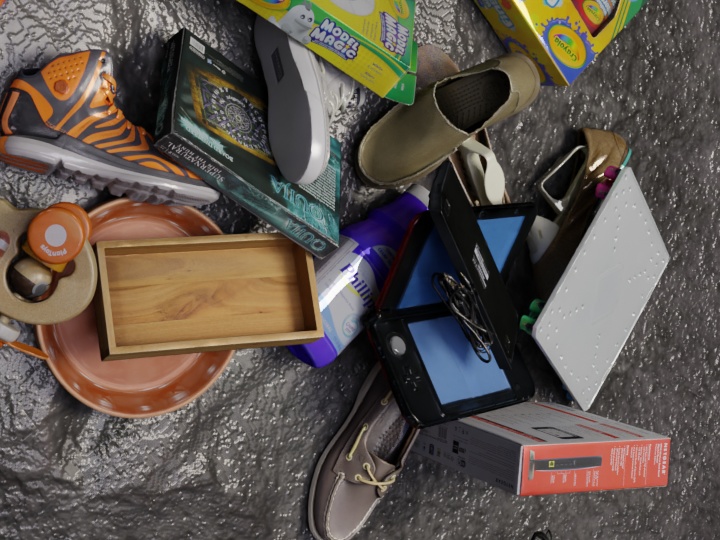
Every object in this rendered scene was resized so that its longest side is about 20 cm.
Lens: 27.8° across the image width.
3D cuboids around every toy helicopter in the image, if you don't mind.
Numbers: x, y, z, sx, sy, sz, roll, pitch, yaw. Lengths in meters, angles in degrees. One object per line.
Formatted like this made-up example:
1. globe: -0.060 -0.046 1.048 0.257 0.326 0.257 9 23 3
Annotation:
1. toy helicopter: -0.320 0.005 1.209 0.198 0.079 0.134 5 96 -7

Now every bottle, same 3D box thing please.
1. bottle: 0.000 0.000 1.397 0.200 0.065 0.084 -45 120 -17

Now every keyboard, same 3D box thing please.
1. keyboard: 0.094 0.005 1.345 0.201 0.039 0.104 63 27 -30

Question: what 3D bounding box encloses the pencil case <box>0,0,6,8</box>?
1. pencil case: -0.364 -0.169 1.167 0.088 0.088 0.201 35 78 -28

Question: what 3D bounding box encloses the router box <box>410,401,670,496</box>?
1. router box: 0.174 0.172 1.438 0.178 0.200 0.049 2 95 -29

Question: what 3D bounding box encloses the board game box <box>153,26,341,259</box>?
1. board game box: -0.096 -0.112 1.297 0.199 0.028 0.136 35 39 -32

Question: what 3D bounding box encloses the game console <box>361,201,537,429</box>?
1. game console: 0.111 0.041 1.395 0.199 0.118 0.173 -7 68 -47

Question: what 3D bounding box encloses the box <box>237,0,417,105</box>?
1. box: -0.021 -0.239 1.314 0.199 0.048 0.118 33 37 -22

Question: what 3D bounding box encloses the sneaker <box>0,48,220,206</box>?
1. sneaker: -0.206 -0.126 1.245 0.199 0.077 0.113 16 77 -22

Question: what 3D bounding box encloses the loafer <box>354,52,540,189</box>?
1. loafer: 0.074 -0.145 1.371 0.199 0.067 0.076 -34 81 16

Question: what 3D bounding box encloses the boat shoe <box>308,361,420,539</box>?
1. boat shoe: 0.012 0.180 1.430 0.072 0.059 0.201 31 81 -29

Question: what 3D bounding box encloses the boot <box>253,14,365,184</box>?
1. boot: -0.033 -0.160 1.312 0.095 0.074 0.201 10 56 -32

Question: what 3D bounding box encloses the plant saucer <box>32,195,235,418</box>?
1. plant saucer: -0.199 0.032 1.311 0.199 0.032 0.202 -4 99 -27

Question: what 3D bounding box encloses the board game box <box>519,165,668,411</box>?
1. board game box: 0.245 0.020 1.504 0.201 0.026 0.200 -58 146 -13

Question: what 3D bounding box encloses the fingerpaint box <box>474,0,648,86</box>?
1. fingerpaint box: 0.190 -0.314 1.456 0.167 0.073 0.200 -46 115 -16

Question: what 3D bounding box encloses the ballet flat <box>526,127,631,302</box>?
1. ballet flat: 0.212 -0.062 1.513 0.072 0.068 0.201 27 83 -8

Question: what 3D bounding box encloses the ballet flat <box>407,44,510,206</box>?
1. ballet flat: 0.106 -0.130 1.437 0.068 0.067 0.201 -31 110 -22

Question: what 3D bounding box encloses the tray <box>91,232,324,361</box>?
1. tray: -0.136 0.021 1.286 0.198 0.037 0.100 -4 77 -25

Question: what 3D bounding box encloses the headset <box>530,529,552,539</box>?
1. headset: 0.215 0.362 1.547 0.123 0.094 0.201 -30 121 -23
